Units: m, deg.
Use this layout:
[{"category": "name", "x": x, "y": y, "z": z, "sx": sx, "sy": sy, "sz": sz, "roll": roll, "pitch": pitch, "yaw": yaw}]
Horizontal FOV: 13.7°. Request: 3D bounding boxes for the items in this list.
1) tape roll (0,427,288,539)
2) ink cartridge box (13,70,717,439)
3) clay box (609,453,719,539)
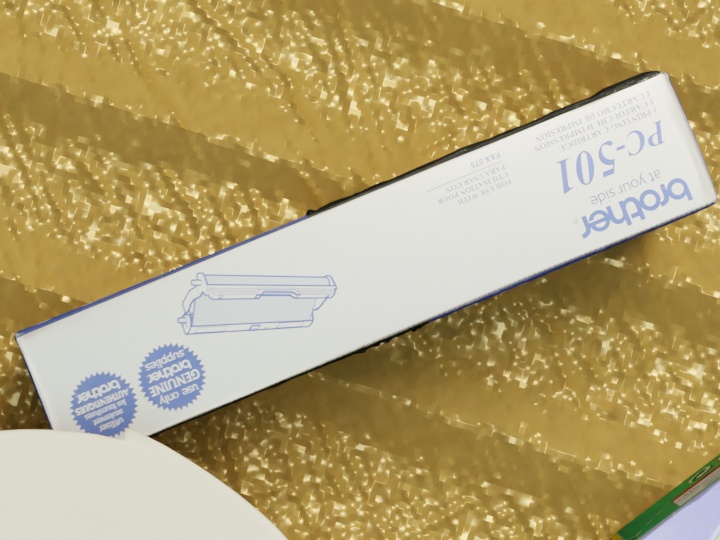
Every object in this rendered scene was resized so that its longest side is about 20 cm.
[{"category": "tape roll", "x": -0.080, "y": 0.158, "z": 0.824, "sx": 0.202, "sy": 0.139, "sz": 0.203, "roll": -4, "pitch": 69, "yaw": 9}, {"category": "ink cartridge box", "x": 0.000, "y": 0.000, "z": 0.885, "sx": 0.200, "sy": 0.094, "sz": 0.044, "roll": -23, "pitch": 91, "yaw": -3}, {"category": "clay box", "x": 0.182, "y": 0.130, "z": 0.917, "sx": 0.115, "sy": 0.048, "sz": 0.200, "roll": -37, "pitch": 91, "yaw": -2}]
